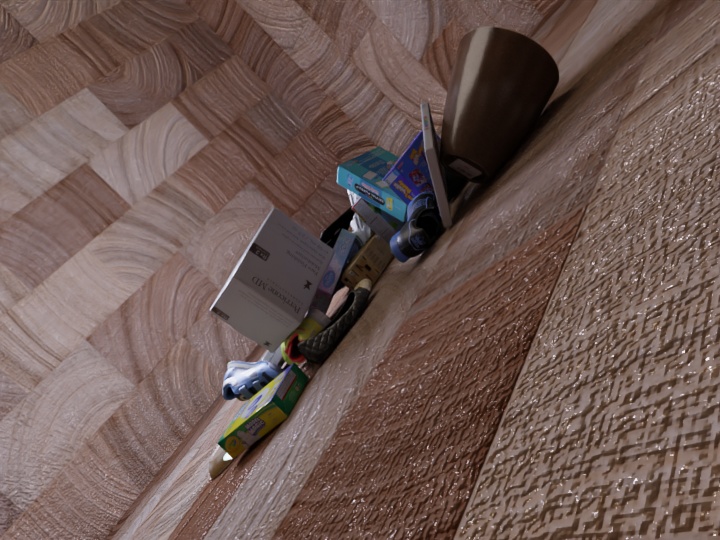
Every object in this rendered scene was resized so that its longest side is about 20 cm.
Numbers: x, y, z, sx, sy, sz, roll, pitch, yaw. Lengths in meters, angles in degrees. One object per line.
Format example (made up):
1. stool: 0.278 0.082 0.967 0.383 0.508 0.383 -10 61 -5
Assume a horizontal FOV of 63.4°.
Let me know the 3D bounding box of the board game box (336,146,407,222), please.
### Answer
1. board game box: 0.067 -0.197 1.302 0.149 0.197 0.048 -32 -36 -39

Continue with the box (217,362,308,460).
1. box: -0.188 0.267 1.087 0.199 0.048 0.118 -43 8 29

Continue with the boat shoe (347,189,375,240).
1. boat shoe: 0.007 -0.123 1.466 0.067 0.207 0.071 0 21 24

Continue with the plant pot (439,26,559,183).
1. plant pot: 0.213 -0.261 0.987 0.205 0.183 0.187 -65 9 -8

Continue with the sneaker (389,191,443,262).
1. sneaker: 0.120 -0.091 1.050 0.077 0.070 0.202 -30 20 39

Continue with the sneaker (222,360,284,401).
1. sneaker: -0.230 0.250 1.283 0.195 0.074 0.084 -11 46 38

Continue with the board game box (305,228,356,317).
1. board game box: -0.078 0.042 1.351 0.202 0.042 0.203 112 180 -45

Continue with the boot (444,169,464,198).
1. boot: 0.239 -0.244 1.146 0.199 0.066 0.166 -38 14 42

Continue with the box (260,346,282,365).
1. box: -0.194 0.195 1.453 0.158 0.041 0.200 -56 -1 0

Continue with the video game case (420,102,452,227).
1. video game case: 0.132 -0.190 1.024 0.017 0.146 0.203 -13 34 12

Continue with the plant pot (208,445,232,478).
1. plant pot: -0.262 0.351 1.249 0.201 0.027 0.200 -49 7 8

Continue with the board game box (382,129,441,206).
1. board game box: 0.141 -0.203 1.223 0.045 0.134 0.201 -39 10 44

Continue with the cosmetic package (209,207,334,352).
1. cosmetic package: -0.181 0.022 1.209 0.165 0.162 0.203 -43 18 48

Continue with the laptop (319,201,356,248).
1. laptop: -0.111 -0.075 1.381 0.178 0.102 0.203 -48 -14 -51

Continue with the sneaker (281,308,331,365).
1. sneaker: -0.130 0.156 1.205 0.091 0.077 0.201 -56 2 -39

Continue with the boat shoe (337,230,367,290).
1. boat shoe: -0.040 -0.012 1.483 0.092 0.074 0.202 -37 -21 -31

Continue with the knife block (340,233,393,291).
1. knife block: 0.000 0.000 1.337 0.202 0.064 0.175 -54 7 -33

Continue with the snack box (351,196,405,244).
1. snack box: 0.073 -0.157 1.388 0.053 0.142 0.201 -38 12 38

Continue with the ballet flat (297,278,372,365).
1. ballet flat: -0.042 0.090 1.118 0.201 0.057 0.066 -52 8 -22
